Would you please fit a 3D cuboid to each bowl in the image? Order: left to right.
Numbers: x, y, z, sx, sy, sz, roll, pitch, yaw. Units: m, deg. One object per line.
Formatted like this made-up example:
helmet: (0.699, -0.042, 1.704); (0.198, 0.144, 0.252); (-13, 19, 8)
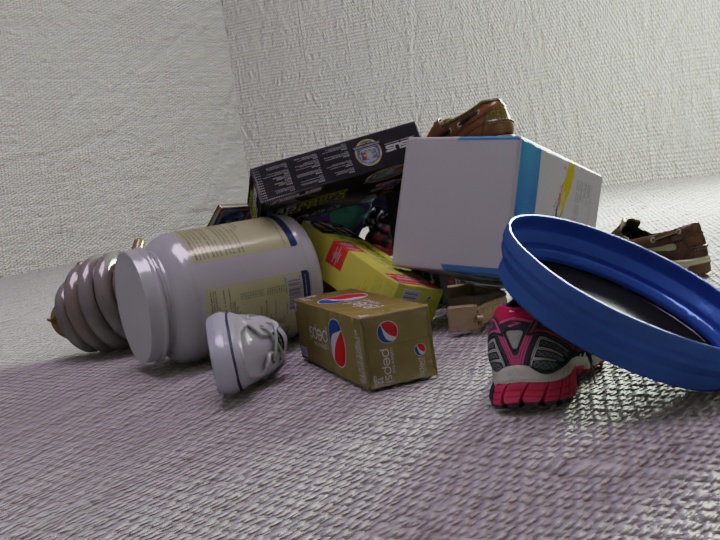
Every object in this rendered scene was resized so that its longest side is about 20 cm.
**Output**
bowl: (0.193, 0.021, 0.700); (0.200, 0.039, 0.201); (19, 20, -7)

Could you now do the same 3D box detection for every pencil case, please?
pencil case: (-0.051, -0.052, 1.333); (0.092, 0.200, 0.085); (-1, 47, -30)

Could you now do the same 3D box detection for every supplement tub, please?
supplement tub: (-0.158, 0.022, 1.070); (0.199, 0.146, 0.145); (-12, 7, -28)

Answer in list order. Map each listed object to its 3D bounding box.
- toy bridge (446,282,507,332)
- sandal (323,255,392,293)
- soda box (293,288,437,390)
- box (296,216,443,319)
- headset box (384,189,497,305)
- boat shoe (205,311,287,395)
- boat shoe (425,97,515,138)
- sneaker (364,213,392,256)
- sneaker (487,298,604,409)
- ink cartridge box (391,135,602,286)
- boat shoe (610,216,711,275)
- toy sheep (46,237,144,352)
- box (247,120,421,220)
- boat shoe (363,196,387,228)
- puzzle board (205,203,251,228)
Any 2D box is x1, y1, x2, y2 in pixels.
toy bridge: (0.130, 0.039, 1.069); (0.067, 0.027, 0.200); (-7, 6, 5)
sandal: (0.011, 0.014, 1.212); (0.206, 0.080, 0.059); (-10, 4, -33)
soda box: (0.000, 0.059, 0.899); (0.067, 0.064, 0.200); (-10, 7, -19)
box: (0.000, 0.000, 1.090); (0.075, 0.050, 0.200); (10, 17, -40)
headset box: (0.120, -0.041, 1.242); (0.077, 0.149, 0.200); (-4, 7, 44)
boat shoe: (-0.103, 0.067, 0.909); (0.067, 0.074, 0.200); (-11, 6, -2)
boat shoe: (0.118, -0.159, 1.207); (0.072, 0.068, 0.200); (-6, -7, -40)
sneaker: (0.003, 0.011, 1.293); (0.200, 0.098, 0.071); (-36, 32, -20)
sneaker: (0.149, 0.048, 0.758); (0.080, 0.075, 0.200); (-6, 6, 19)
ink cartridge box: (0.158, -0.059, 1.081); (0.146, 0.147, 0.200); (5, -3, 39)
boat shoe: (0.335, -0.030, 1.191); (0.202, 0.075, 0.075); (-2, 9, 43)
toy sheep: (-0.304, 0.035, 1.201); (0.199, 0.138, 0.138); (-23, 1, 20)
box: (-0.034, -0.108, 1.145); (0.199, 0.044, 0.160); (-18, -7, -12)
boat shoe: (0.014, -0.087, 1.370); (0.200, 0.075, 0.093); (-27, 43, 13)
puzzle board: (-0.171, -0.007, 1.272); (0.017, 0.200, 0.150); (46, 29, 25)
